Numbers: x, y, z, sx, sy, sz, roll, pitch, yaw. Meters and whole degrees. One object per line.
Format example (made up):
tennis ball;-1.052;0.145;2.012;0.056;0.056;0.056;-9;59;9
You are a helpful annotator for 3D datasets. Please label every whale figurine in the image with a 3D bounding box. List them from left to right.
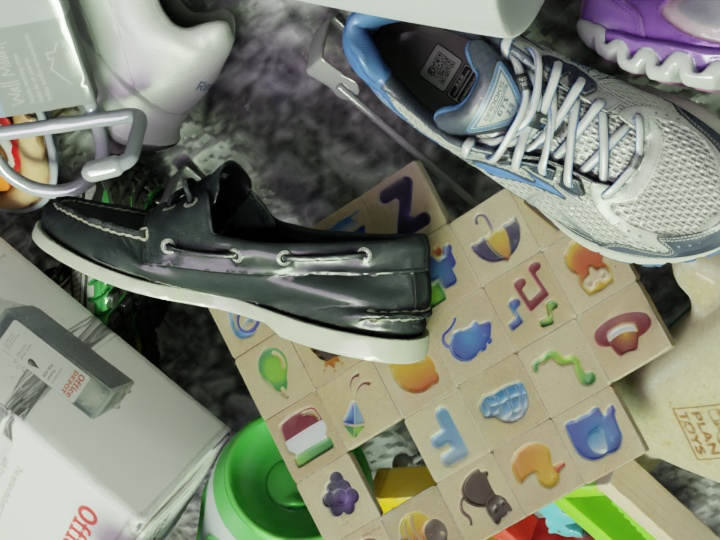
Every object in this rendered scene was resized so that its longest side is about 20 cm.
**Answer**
whale figurine;0.187;0.043;0.901;0.199;0.104;0.160;-15;112;42

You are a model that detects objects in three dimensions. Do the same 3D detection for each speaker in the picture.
speaker;-0.043;0.147;1.049;0.088;0.089;0.201;28;151;8

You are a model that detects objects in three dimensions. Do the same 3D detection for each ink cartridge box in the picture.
ink cartridge box;-0.181;0.079;1.028;0.200;0.085;0.146;40;141;6

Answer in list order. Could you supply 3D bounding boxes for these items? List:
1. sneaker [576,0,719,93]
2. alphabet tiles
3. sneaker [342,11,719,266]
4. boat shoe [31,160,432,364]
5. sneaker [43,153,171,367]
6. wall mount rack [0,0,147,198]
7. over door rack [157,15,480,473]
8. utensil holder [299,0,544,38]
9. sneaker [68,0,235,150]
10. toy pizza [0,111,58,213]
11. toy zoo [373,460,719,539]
sneaker;0.184;-0.111;0.820;0.199;0.080;0.089;12;100;35
alphabet tiles;0.038;0.038;0.914;0.199;0.008;0.168;-32;79;24
sneaker;0.072;-0.061;0.841;0.199;0.085;0.078;27;98;25
boat shoe;-0.057;-0.015;0.911;0.198;0.074;0.067;18;105;22
sneaker;-0.152;0.021;1.065;0.085;0.078;0.201;25;128;11
wall mount rack;-0.196;-0.095;0.900;0.172;0.075;0.201;-8;124;11
over door rack;0.000;0.000;0.984;0.200;0.067;0.148;46;128;-7
utensil holder;-0.015;-0.191;0.809;0.198;0.170;0.171;13;125;15
sneaker;-0.142;-0.153;0.968;0.200;0.075;0.087;43;111;-7
toy pizza;-0.236;-0.101;1.012;0.199;0.032;0.201;31;150;20
toy zoo;0.092;0.139;1.006;0.199;0.021;0.131;-10;137;47
